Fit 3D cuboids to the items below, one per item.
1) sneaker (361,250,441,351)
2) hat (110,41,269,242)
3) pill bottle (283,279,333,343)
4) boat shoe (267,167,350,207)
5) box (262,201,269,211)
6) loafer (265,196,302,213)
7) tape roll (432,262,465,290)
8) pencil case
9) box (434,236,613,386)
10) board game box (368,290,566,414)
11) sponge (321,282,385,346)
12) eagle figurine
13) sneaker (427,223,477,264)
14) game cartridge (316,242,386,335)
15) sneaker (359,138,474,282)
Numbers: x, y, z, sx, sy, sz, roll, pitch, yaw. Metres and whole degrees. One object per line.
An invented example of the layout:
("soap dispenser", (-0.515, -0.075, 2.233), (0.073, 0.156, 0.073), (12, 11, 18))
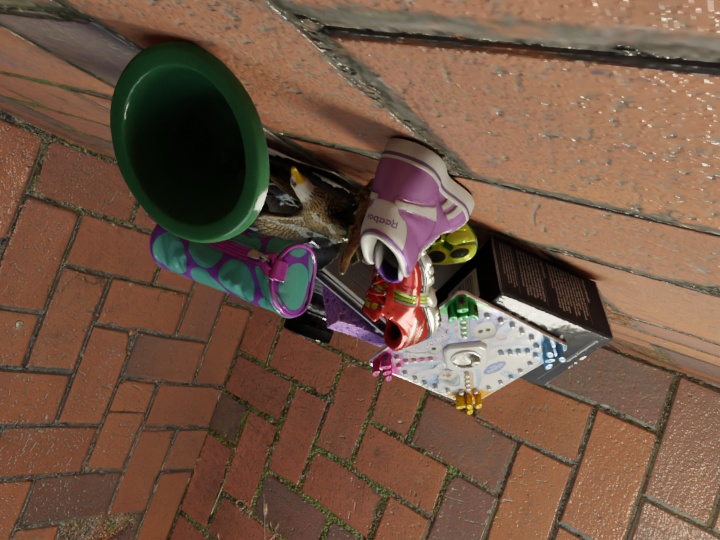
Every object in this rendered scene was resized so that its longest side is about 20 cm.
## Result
("sneaker", (0.038, 0.019, 0.704), (0.077, 0.084, 0.201), (43, 158, 51))
("hat", (-0.116, -0.129, 0.583), (0.199, 0.167, 0.176), (-12, -165, 35))
("pill bottle", (-0.058, 0.016, 1.051), (0.111, 0.202, 0.112), (20, 178, 1))
("boat shoe", (-0.106, -0.122, 0.893), (0.199, 0.061, 0.074), (20, 179, 26))
("box", (-0.209, -0.108, 0.993), (0.051, 0.159, 0.199), (-20, 154, 31))
("loafer", (-0.122, -0.099, 0.980), (0.070, 0.070, 0.200), (39, -166, -23))
("tape roll", (0.134, -0.005, 1.025), (0.200, 0.071, 0.202), (9, -178, 0))
("pencil case", (-0.143, -0.016, 0.686), (0.199, 0.086, 0.093), (18, 159, 29))
("box", (0.226, 0.064, 0.873), (0.199, 0.105, 0.148), (21, 135, -22))
("board game box", (0.145, 0.123, 0.844), (0.199, 0.026, 0.200), (26, 134, -25))
("sponge", (-0.014, 0.008, 0.912), (0.030, 0.201, 0.111), (-33, 141, 32))
("eagle figurine", (-0.066, -0.074, 0.764), (0.199, 0.152, 0.151), (5, -159, 34))
("sneaker", (0.088, -0.054, 0.828), (0.083, 0.075, 0.199), (-7, -166, -34))
("game cartridge", (0.000, 0.000, 0.872), (0.200, 0.038, 0.130), (41, -145, -9))
("sneaker", (0.049, -0.042, 0.597), (0.072, 0.115, 0.200), (18, 179, 25))
